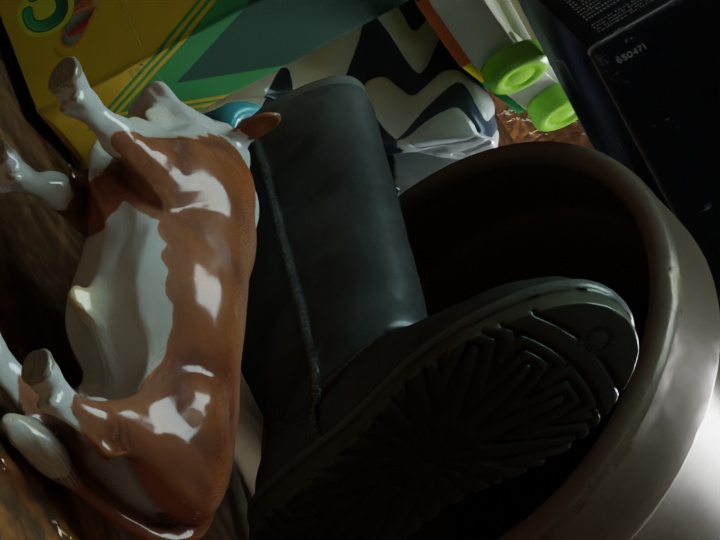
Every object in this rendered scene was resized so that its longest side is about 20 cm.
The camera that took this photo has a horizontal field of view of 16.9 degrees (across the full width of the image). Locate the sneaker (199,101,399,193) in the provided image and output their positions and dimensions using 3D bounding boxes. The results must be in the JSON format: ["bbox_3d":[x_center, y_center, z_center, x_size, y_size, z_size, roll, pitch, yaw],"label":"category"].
[{"bbox_3d":[0.000,0.000,1.067,0.200,0.078,0.080,36,-28,-3],"label":"sneaker"}]

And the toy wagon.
[{"bbox_3d":[0.045,-0.151,1.178,0.155,0.040,0.200,63,15,21],"label":"toy wagon"}]

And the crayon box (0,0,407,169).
[{"bbox_3d":[-0.094,-0.171,1.145,0.200,0.172,0.058,65,3,34],"label":"crayon box"}]

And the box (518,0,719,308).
[{"bbox_3d":[0.171,-0.059,1.058,0.200,0.123,0.198,60,3,-17],"label":"box"}]

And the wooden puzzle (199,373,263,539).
[{"bbox_3d":[-0.054,0.091,0.996,0.200,0.037,0.185,66,9,7],"label":"wooden puzzle"}]

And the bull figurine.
[{"bbox_3d":[-0.081,-0.002,0.876,0.121,0.065,0.200,31,45,-41],"label":"bull figurine"}]

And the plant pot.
[{"bbox_3d":[0.088,0.076,0.985,0.175,0.200,0.200,39,20,-37],"label":"plant pot"}]

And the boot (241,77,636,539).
[{"bbox_3d":[0.011,0.000,0.926,0.073,0.182,0.200,43,26,-33],"label":"boot"}]

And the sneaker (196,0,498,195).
[{"bbox_3d":[-0.037,-0.103,1.193,0.080,0.199,0.130,99,-15,-59],"label":"sneaker"}]
